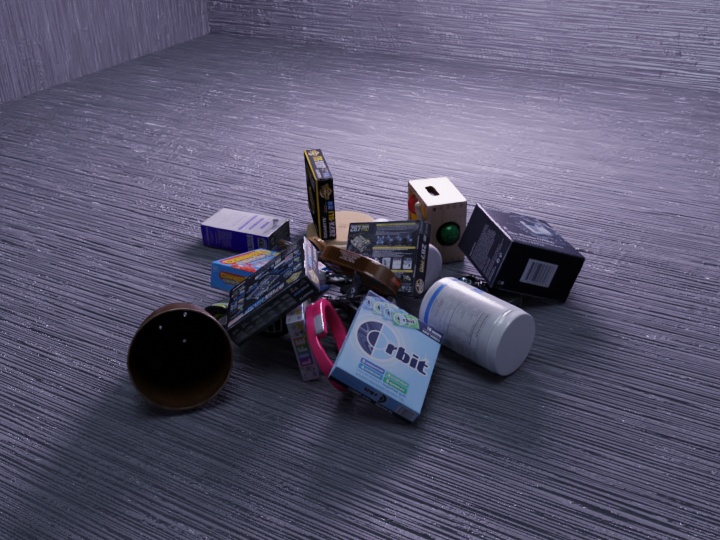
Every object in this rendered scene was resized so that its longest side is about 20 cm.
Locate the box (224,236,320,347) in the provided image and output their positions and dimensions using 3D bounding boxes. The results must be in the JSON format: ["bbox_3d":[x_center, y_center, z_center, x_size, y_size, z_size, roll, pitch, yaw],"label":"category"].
[{"bbox_3d":[-0.169,0.038,1.520,0.199,0.046,0.159,-35,27,13],"label":"box"}]

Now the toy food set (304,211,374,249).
[{"bbox_3d":[-0.045,-0.091,1.988,0.197,0.049,0.199,0,29,2],"label":"toy food set"}]

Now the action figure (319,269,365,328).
[{"bbox_3d":[-0.049,0.056,1.625,0.101,0.121,0.200,-2,5,-13],"label":"action figure"}]

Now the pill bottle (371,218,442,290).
[{"bbox_3d":[0.087,-0.041,1.818,0.118,0.121,0.200,-16,32,-24],"label":"pill bottle"}]

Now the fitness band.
[{"bbox_3d":[-0.053,0.139,1.486,0.037,0.144,0.201,-26,29,10],"label":"fitness band"}]

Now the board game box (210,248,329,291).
[{"bbox_3d":[-0.194,0.011,1.751,0.194,0.057,0.200,13,16,23],"label":"board game box"}]

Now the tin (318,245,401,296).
[{"bbox_3d":[0.000,0.000,1.642,0.199,0.112,0.042,20,72,39],"label":"tin"}]

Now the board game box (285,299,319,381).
[{"bbox_3d":[-0.114,0.101,1.554,0.034,0.136,0.201,-13,29,2],"label":"board game box"}]

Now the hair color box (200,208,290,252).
[{"bbox_3d":[-0.288,-0.096,1.993,0.198,0.066,0.109,10,30,23],"label":"hair color box"}]

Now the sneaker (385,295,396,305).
[{"bbox_3d":[0.038,0.123,1.590,0.090,0.078,0.200,-12,22,0],"label":"sneaker"}]

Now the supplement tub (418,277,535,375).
[{"bbox_3d":[0.223,0.105,1.540,0.131,0.133,0.199,-26,37,-37],"label":"supplement tub"}]

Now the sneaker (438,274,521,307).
[{"bbox_3d":[0.248,0.055,1.682,0.197,0.080,0.076,-3,29,-5],"label":"sneaker"}]

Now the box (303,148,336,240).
[{"bbox_3d":[-0.100,-0.190,1.953,0.049,0.161,0.201,-6,30,-9],"label":"box"}]

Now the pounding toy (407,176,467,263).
[{"bbox_3d":[0.168,-0.121,1.890,0.140,0.186,0.200,-8,30,-11],"label":"pounding toy"}]

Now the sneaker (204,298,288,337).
[{"bbox_3d":[-0.224,0.086,1.659,0.197,0.075,0.081,7,27,12],"label":"sneaker"}]

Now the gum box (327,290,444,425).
[{"bbox_3d":[0.051,0.154,1.434,0.169,0.045,0.201,30,43,-4],"label":"gum box"}]

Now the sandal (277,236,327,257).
[{"bbox_3d":[-0.096,-0.049,1.834,0.198,0.055,0.082,12,-8,-15],"label":"sandal"}]

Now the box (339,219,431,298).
[{"bbox_3d":[0.052,-0.024,1.709,0.198,0.163,0.049,0,-10,39],"label":"box"}]

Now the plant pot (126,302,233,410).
[{"bbox_3d":[-0.342,0.137,1.491,0.185,0.189,0.200,-9,15,-13],"label":"plant pot"}]

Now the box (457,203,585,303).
[{"bbox_3d":[0.350,-0.040,1.748,0.194,0.119,0.200,12,23,-22],"label":"box"}]
